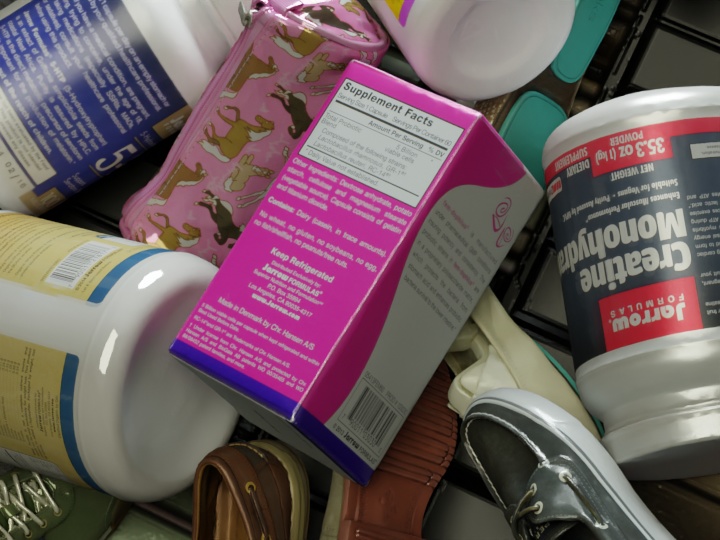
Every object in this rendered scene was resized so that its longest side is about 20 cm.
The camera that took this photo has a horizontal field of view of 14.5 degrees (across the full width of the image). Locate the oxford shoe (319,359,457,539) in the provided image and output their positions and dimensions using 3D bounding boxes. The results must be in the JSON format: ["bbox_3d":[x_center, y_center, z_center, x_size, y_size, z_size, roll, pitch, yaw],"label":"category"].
[{"bbox_3d":[0.005,0.127,1.636,0.071,0.074,0.201,24,55,-16],"label":"oxford shoe"}]

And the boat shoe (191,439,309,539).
[{"bbox_3d":[-0.069,0.196,1.600,0.072,0.067,0.201,-5,84,32],"label":"boat shoe"}]

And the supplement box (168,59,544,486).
[{"bbox_3d":[0.000,0.000,1.584,0.103,0.101,0.200,27,79,34],"label":"supplement box"}]

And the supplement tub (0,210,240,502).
[{"bbox_3d":[-0.180,0.045,1.637,0.199,0.145,0.145,14,80,32],"label":"supplement tub"}]

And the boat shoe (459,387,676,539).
[{"bbox_3d":[0.117,0.139,1.545,0.200,0.057,0.069,45,132,29],"label":"boat shoe"}]

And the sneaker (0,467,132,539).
[{"bbox_3d":[-0.221,0.162,1.665,0.200,0.090,0.067,-37,73,1],"label":"sneaker"}]

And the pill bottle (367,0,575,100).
[{"bbox_3d":[0.041,-0.196,1.661,0.104,0.104,0.200,-33,48,2],"label":"pill bottle"}]

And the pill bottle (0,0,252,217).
[{"bbox_3d":[-0.151,-0.128,1.701,0.200,0.120,0.120,-31,74,3],"label":"pill bottle"}]

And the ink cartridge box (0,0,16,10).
[{"bbox_3d":[-0.168,-0.230,1.717,0.200,0.136,0.077,-28,68,3],"label":"ink cartridge box"}]

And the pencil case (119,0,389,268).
[{"bbox_3d":[-0.065,-0.080,1.653,0.086,0.083,0.200,35,118,4],"label":"pencil case"}]

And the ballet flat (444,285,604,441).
[{"bbox_3d":[0.063,0.047,1.644,0.069,0.069,0.200,-36,70,1],"label":"ballet flat"}]

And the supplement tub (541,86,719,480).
[{"bbox_3d":[0.183,0.008,1.596,0.140,0.140,0.201,-10,76,8],"label":"supplement tub"}]

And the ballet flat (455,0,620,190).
[{"bbox_3d":[0.097,-0.112,1.688,0.065,0.070,0.200,18,78,41],"label":"ballet flat"}]
